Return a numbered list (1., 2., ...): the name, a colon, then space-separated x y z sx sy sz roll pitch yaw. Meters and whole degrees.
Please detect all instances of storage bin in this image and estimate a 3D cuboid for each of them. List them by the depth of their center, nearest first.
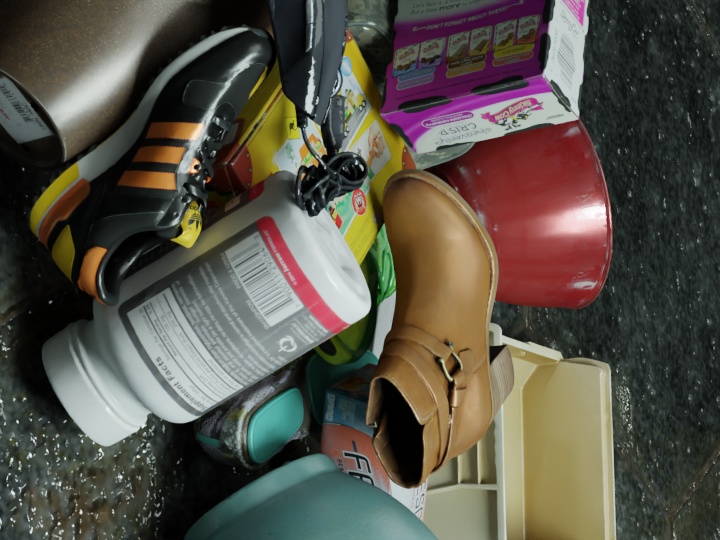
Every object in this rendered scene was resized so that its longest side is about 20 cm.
1. storage bin: 0.133 0.152 1.804 0.200 0.094 0.199 19 67 -54

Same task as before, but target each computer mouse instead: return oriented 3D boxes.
1. computer mouse: -0.021 -0.137 1.341 0.140 0.046 0.200 -21 103 -79

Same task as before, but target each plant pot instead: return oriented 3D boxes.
1. plant pot: -0.167 -0.165 1.361 0.200 0.187 0.187 -51 126 -29
2. plant pot: -0.041 0.213 1.456 0.200 0.200 0.134 -6 60 -57

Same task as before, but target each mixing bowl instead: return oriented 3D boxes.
1. mixing bowl: 0.117 -0.052 1.771 0.108 0.200 0.200 -15 96 -22

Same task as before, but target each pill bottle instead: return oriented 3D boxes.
1. pill bottle: -0.103 0.030 1.358 0.111 0.200 0.111 56 10 -15

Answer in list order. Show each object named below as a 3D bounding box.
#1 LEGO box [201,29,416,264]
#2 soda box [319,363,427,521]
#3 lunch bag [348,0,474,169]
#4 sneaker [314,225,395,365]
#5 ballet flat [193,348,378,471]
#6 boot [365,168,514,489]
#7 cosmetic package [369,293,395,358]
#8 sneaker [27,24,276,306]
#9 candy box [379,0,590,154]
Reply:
1. LEGO box: -0.053 -0.070 1.491 0.149 0.077 0.200 62 37 -28
2. soda box: 0.008 0.175 1.567 0.068 0.064 0.200 -29 129 -56
3. lunch bag: 0.003 -0.193 1.654 0.200 0.139 0.168 43 38 -42
4. sneaker: 0.000 0.000 1.594 0.084 0.074 0.200 33 30 -24
5. ballet flat: -0.059 0.093 1.543 0.200 0.072 0.072 -24 103 -58
6. boot: 0.037 0.042 1.474 0.155 0.077 0.200 -40 120 -53
7. cosmetic package: 0.018 0.045 1.690 0.083 0.051 0.200 35 54 -45
8. sneaker: -0.113 -0.062 1.311 0.090 0.200 0.070 52 11 21
9. candy box: 0.097 -0.192 1.537 0.061 0.136 0.200 44 46 -45
